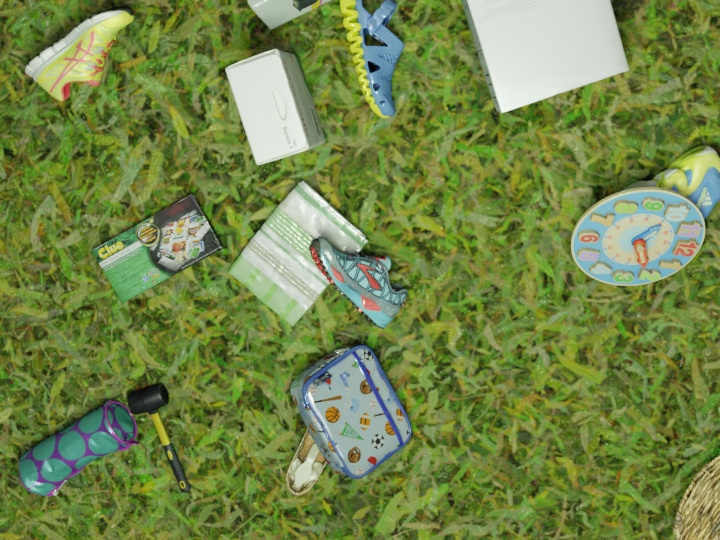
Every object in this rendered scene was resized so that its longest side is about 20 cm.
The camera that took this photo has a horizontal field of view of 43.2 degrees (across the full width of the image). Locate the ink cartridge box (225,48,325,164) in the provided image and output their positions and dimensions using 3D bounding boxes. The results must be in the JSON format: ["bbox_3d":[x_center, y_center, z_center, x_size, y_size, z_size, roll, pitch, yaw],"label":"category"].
[{"bbox_3d":[-0.122,-0.243,1.355,0.083,0.200,0.146,-17,99,8],"label":"ink cartridge box"}]

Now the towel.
[{"bbox_3d":[-0.103,-0.027,1.488,0.149,0.031,0.200,41,104,-2],"label":"towel"}]

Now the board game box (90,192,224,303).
[{"bbox_3d":[-0.335,-0.036,1.505,0.199,0.023,0.105,-27,100,9],"label":"board game box"}]

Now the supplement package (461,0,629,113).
[{"bbox_3d":[0.261,-0.356,1.325,0.190,0.147,0.201,-17,99,8],"label":"supplement package"}]

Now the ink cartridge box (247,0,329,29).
[{"bbox_3d":[-0.083,-0.473,1.344,0.199,0.083,0.147,-23,76,10],"label":"ink cartridge box"}]

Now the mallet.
[{"bbox_3d":[-0.346,0.293,1.567,0.065,0.041,0.201,-10,104,6],"label":"mallet"}]

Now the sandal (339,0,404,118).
[{"bbox_3d":[0.028,-0.334,1.389,0.087,0.080,0.201,-13,101,3],"label":"sandal"}]

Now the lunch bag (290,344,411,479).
[{"bbox_3d":[-0.012,0.221,1.477,0.160,0.075,0.201,-31,101,-25],"label":"lunch bag"}]

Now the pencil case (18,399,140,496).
[{"bbox_3d":[-0.480,0.306,1.554,0.199,0.085,0.093,-33,81,11],"label":"pencil case"}]

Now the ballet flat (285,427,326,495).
[{"bbox_3d":[-0.070,0.294,1.525,0.070,0.065,0.201,22,102,2],"label":"ballet flat"}]

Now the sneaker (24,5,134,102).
[{"bbox_3d":[-0.426,-0.340,1.433,0.199,0.078,0.091,-31,105,16],"label":"sneaker"}]

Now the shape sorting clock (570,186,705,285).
[{"bbox_3d":[0.421,-0.046,1.384,0.199,0.039,0.201,-1,135,-1],"label":"shape sorting clock"}]

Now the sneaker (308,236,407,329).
[{"bbox_3d":[0.000,0.000,1.444,0.096,0.079,0.200,-45,123,-1],"label":"sneaker"}]

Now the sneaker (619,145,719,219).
[{"bbox_3d":[0.472,-0.101,1.394,0.199,0.076,0.105,-31,98,9],"label":"sneaker"}]

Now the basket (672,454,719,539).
[{"bbox_3d":[0.613,0.381,1.484,0.143,0.149,0.201,39,104,31],"label":"basket"}]
